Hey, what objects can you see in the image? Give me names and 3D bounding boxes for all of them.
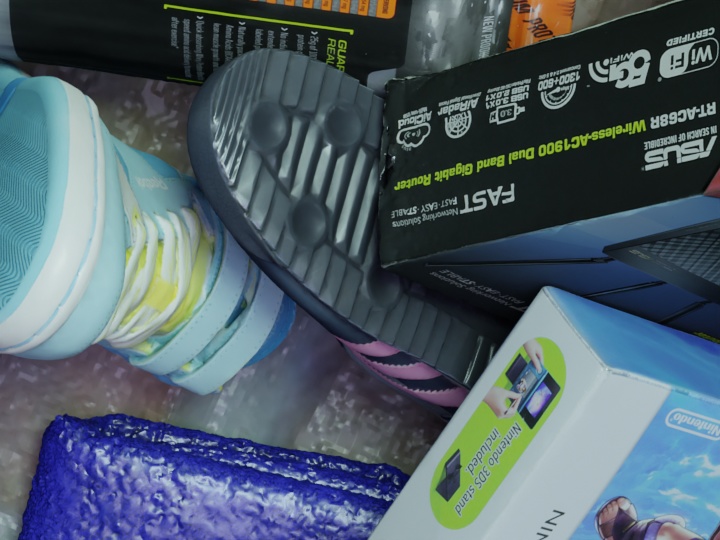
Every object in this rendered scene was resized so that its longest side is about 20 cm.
[{"bbox_3d":[-0.067,-0.001,0.740,0.130,0.200,0.080,31,97,-20],"label":"sneaker"},{"bbox_3d":[-0.057,0.158,0.835,0.147,0.050,0.201,10,97,-7],"label":"towel"},{"bbox_3d":[0.000,0.000,0.765,0.200,0.082,0.070,41,64,-37],"label":"sneaker"},{"bbox_3d":[0.089,0.110,0.773,0.199,0.046,0.182,18,116,-37],"label":"video game case"},{"bbox_3d":[-0.029,-0.117,0.750,0.198,0.123,0.123,8,98,1],"label":"supplement tub"},{"bbox_3d":[0.124,-0.016,0.727,0.199,0.149,0.063,21,66,-44],"label":"router box"}]
